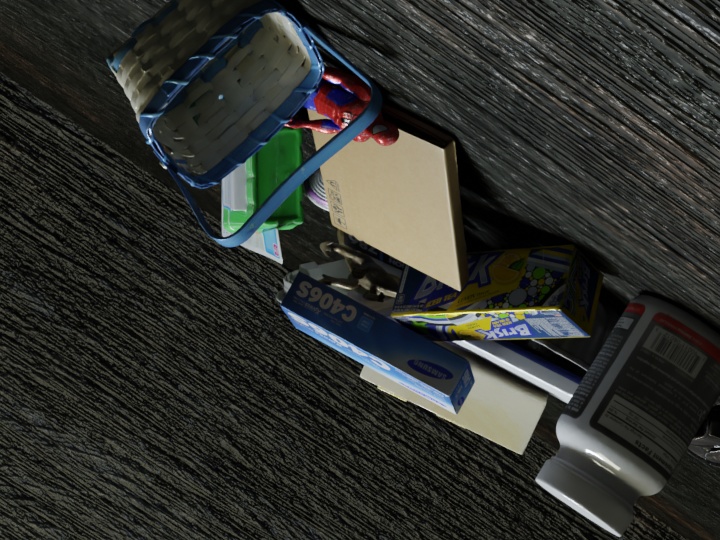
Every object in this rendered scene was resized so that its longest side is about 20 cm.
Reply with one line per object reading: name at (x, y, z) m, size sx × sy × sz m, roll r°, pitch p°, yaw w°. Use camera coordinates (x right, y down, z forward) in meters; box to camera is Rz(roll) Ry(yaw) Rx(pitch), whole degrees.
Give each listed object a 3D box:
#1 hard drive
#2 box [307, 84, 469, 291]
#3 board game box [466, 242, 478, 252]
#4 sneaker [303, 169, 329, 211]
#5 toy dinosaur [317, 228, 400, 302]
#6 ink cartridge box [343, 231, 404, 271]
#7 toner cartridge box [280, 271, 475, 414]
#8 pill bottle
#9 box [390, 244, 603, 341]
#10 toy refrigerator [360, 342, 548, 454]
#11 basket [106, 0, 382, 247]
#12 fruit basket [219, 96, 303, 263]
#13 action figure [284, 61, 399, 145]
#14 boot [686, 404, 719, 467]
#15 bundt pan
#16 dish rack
hard drive at (0.175, 0.102, 1.573) m, size 0.199 × 0.026 × 0.132 m, roll 27°, pitch 176°, yaw 14°
box at (0.026, -0.080, 1.355) m, size 0.163 × 0.021 × 0.201 m, roll 28°, pitch 150°, yaw 28°
board game box at (0.148, 0.014, 1.750) m, size 0.199 × 0.035 × 0.135 m, roll 35°, pitch 174°, yaw -10°
sneaker at (0.033, -0.073, 1.599) m, size 0.199 × 0.075 × 0.100 m, roll 32°, pitch -166°, yaw 5°
toy dinosaur at (0.000, 0.000, 1.580) m, size 0.100 × 0.059 × 0.200 m, roll 5°, pitch -158°, yaw -41°
ink cartridge box at (0.031, -0.053, 1.474) m, size 0.099 × 0.039 × 0.201 m, roll 24°, pitch 152°, yaw 17°
toner cartridge box at (0.019, 0.075, 1.487) m, size 0.199 × 0.043 × 0.095 m, roll 27°, pitch 170°, yaw 16°
pill bottle at (0.252, 0.134, 1.348) m, size 0.115 × 0.201 × 0.116 m, roll 33°, pitch 175°, yaw 4°
box at (0.130, 0.025, 1.413) m, size 0.199 × 0.071 × 0.064 m, roll -4°, pitch 150°, yaw 38°
toy refrigerator at (0.104, 0.129, 1.622) m, size 0.198 × 0.071 × 0.076 m, roll 26°, pitch -169°, yaw 5°
basket at (-0.095, -0.140, 1.181) m, size 0.200 × 0.176 × 0.139 m, roll 52°, pitch -176°, yaw 34°
fruit basket at (-0.130, -0.113, 1.609) m, size 0.093 × 0.187 × 0.200 m, roll -6°, pitch -167°, yaw -28°
action figure at (-0.046, -0.158, 1.277) m, size 0.199 × 0.052 × 0.066 m, roll 29°, pitch 131°, yaw 25°
boot at (0.344, 0.157, 1.474) m, size 0.173 × 0.070 × 0.199 m, roll 15°, pitch 172°, yaw -27°
bundt pan at (0.200, 0.052, 1.527) m, size 0.201 × 0.076 × 0.202 m, roll 30°, pitch 176°, yaw 2°
dish rack at (0.021, 0.016, 1.656) m, size 0.199 × 0.044 × 0.171 m, roll -14°, pitch -154°, yaw -37°
